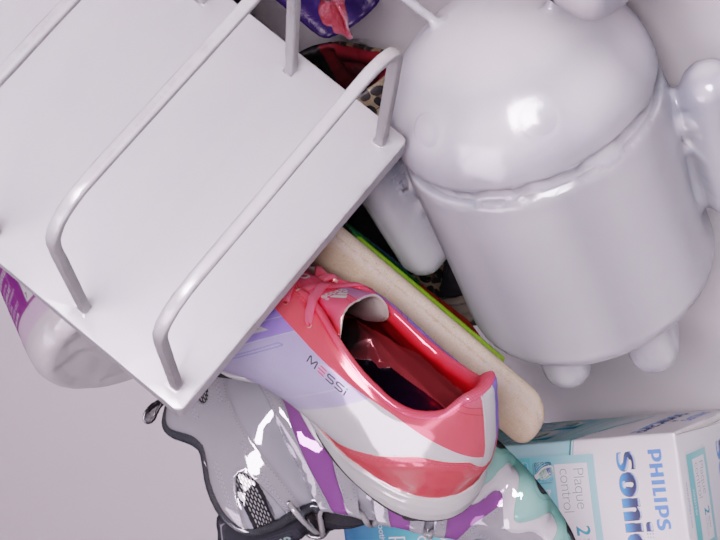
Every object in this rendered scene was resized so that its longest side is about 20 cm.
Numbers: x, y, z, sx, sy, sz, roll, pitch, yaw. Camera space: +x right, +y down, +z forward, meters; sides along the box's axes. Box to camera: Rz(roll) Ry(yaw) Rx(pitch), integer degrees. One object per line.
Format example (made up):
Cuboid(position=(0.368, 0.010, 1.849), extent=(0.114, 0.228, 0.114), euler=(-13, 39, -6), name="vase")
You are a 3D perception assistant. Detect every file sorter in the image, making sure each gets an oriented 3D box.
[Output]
Cuboid(position=(-0.099, -0.073, 0.611), extent=(0.200, 0.139, 0.125), euler=(39, 167, 8), name="file sorter")

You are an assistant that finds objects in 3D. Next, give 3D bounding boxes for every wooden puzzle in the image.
Cuboid(position=(0.000, 0.000, 0.797), extent=(0.185, 0.037, 0.200), euler=(40, 177, -7), name="wooden puzzle")

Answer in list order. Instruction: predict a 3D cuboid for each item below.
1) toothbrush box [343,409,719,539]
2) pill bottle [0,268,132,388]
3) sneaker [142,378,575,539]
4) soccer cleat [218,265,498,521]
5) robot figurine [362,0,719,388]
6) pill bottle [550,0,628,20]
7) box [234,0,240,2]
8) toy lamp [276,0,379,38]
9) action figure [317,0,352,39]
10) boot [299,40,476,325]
Cuboid(position=(0.098, 0.156, 0.882), extent=(0.199, 0.085, 0.148), euler=(-7, 91, 31), name="toothbrush box")
Cuboid(position=(-0.149, -0.051, 0.862), extent=(0.201, 0.112, 0.112), euler=(63, 163, 22), name="pill bottle")
Cuboid(position=(-0.011, 0.106, 0.770), extent=(0.200, 0.140, 0.078), euler=(40, 179, 10), name="sneaker")
Cuboid(position=(-0.027, 0.021, 0.694), extent=(0.199, 0.068, 0.073), euler=(35, 138, 19), name="soccer cleat")
Cuboid(position=(0.081, -0.040, 0.713), extent=(0.168, 0.113, 0.201), euler=(-13, 129, 16), name="robot figurine")
Cuboid(position=(0.033, -0.184, 0.563), extent=(0.200, 0.111, 0.111), euler=(39, 155, 11), name="pill bottle")
Cuboid(position=(-0.126, -0.195, 0.771), extent=(0.036, 0.143, 0.200), euler=(-38, 99, 22), name="box")
Cuboid(position=(-0.059, -0.194, 0.755), extent=(0.200, 0.058, 0.058), euler=(54, 154, -20), name="toy lamp")
Cuboid(position=(-0.068, -0.167, 0.659), extent=(0.148, 0.134, 0.200), euler=(-27, 107, 32), name="action figure")
Cuboid(position=(-0.016, -0.044, 0.904), extent=(0.199, 0.073, 0.151), euler=(7, 138, 47), name="boot")
